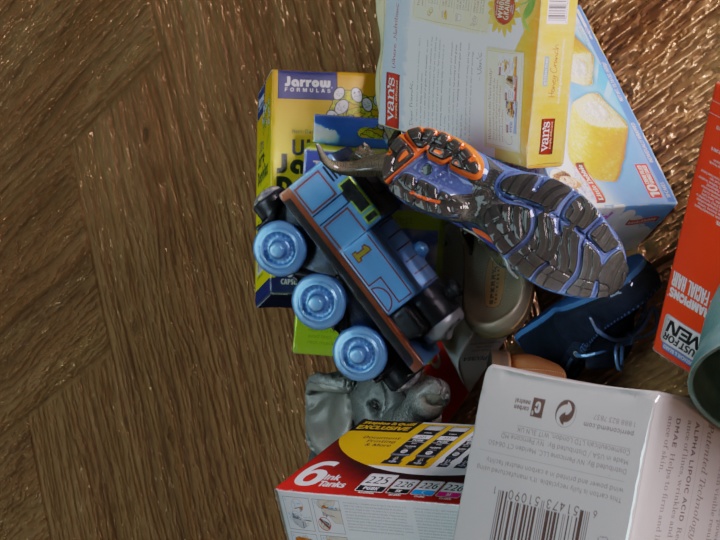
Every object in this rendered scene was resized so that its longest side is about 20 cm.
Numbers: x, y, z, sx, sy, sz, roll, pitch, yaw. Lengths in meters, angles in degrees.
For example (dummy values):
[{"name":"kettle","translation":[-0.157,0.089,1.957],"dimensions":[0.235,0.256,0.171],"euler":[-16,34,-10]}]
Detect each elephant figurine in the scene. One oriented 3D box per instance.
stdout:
[{"name":"elephant figurine","translation":[0.020,0.130,1.863],"dimensions":[0.155,0.142,0.200],"euler":[20,123,20]}]

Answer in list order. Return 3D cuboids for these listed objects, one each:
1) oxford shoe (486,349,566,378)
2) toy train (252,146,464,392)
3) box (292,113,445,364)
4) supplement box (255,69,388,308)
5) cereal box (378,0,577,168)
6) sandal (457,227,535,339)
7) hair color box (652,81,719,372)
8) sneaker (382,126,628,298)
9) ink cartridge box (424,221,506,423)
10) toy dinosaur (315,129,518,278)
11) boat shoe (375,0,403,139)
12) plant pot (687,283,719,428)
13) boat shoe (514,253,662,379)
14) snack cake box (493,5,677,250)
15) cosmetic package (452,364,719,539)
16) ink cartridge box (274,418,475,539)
[{"name":"oxford shoe","translation":[0.132,0.110,1.736],"dimensions":[0.200,0.071,0.071],"euler":[95,178,-79]},{"name":"toy train","translation":[0.000,0.000,1.739],"dimensions":[0.114,0.087,0.200],"euler":[-38,88,18]},{"name":"box","translation":[0.010,-0.027,1.811],"dimensions":[0.048,0.122,0.200],"euler":[-63,-24,-78]},{"name":"supplement box","translation":[-0.034,-0.070,1.915],"dimensions":[0.110,0.109,0.200],"euler":[141,129,-78]},{"name":"cereal box","translation":[0.086,-0.165,1.631],"dimensions":[0.200,0.039,0.144],"euler":[23,113,54]},{"name":"sandal","translation":[0.107,-0.044,1.764],"dimensions":[0.080,0.054,0.200],"euler":[-9,66,31]},{"name":"hair color box","translation":[0.282,-0.028,1.490],"dimensions":[0.064,0.111,0.200],"euler":[35,120,51]},{"name":"sneaker","translation":[0.114,-0.044,1.577],"dimensions":[0.200,0.078,0.075],"euler":[34,98,21]},{"name":"ink cartridge box","translation":[0.060,0.027,1.885],"dimensions":[0.200,0.047,0.160],"euler":[-58,46,38]},{"name":"toy dinosaur","translation":[0.056,-0.075,1.683],"dimensions":[0.102,0.200,0.077],"euler":[24,84,52]},{"name":"boat shoe","translation":[0.056,-0.179,1.847],"dimensions":[0.066,0.074,0.200],"euler":[-31,63,53]},{"name":"plant pot","translation":[0.320,0.027,1.391],"dimensions":[0.200,0.200,0.134],"euler":[-30,40,53]},{"name":"boat shoe","translation":[0.191,0.041,1.676],"dimensions":[0.069,0.084,0.200],"euler":[54,162,2]},{"name":"snack cake box","translation":[0.149,-0.112,1.679],"dimensions":[0.067,0.115,0.200],"euler":[-51,52,45]},{"name":"cosmetic package","translation":[0.196,0.168,1.513],"dimensions":[0.165,0.200,0.165],"euler":[8,86,48]},{"name":"ink cartridge box","translation":[0.067,0.172,1.667],"dimensions":[0.200,0.176,0.084],"euler":[0,112,35]}]
